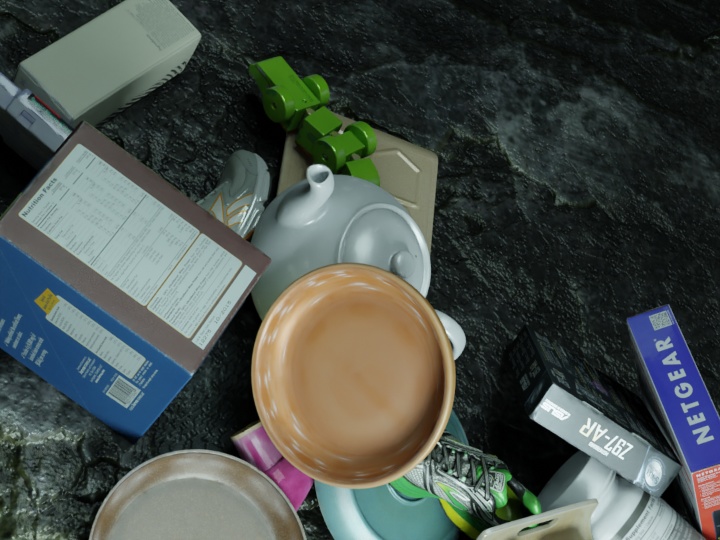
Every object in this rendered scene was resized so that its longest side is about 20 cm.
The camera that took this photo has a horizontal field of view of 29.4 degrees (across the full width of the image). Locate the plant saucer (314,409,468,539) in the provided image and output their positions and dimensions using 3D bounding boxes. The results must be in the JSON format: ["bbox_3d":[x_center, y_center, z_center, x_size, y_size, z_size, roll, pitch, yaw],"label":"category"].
[{"bbox_3d":[0.041,0.193,1.317,0.199,0.027,0.202,12,71,-37],"label":"plant saucer"}]

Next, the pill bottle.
[{"bbox_3d":[0.275,0.280,1.382,0.200,0.114,0.114,42,50,0],"label":"pill bottle"}]

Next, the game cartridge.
[{"bbox_3d":[-0.272,-0.099,1.293,0.200,0.130,0.038,41,70,-2],"label":"game cartridge"}]

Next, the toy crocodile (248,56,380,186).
[{"bbox_3d":[-0.049,-0.152,1.464,0.200,0.062,0.067,47,47,14],"label":"toy crocodile"}]

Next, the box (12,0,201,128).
[{"bbox_3d":[-0.261,-0.208,1.405,0.082,0.068,0.200,46,51,3],"label":"box"}]

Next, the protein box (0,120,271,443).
[{"bbox_3d":[-0.220,0.017,1.199,0.200,0.199,0.135,37,57,-5],"label":"protein box"}]

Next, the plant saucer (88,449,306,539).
[{"bbox_3d":[-0.142,0.257,1.199,0.199,0.032,0.201,9,65,-18],"label":"plant saucer"}]

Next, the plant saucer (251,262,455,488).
[{"bbox_3d":[-0.004,0.094,1.232,0.201,0.200,0.037,59,21,13],"label":"plant saucer"}]

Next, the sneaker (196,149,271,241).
[{"bbox_3d":[-0.150,-0.049,1.364,0.092,0.076,0.201,24,52,-19],"label":"sneaker"}]

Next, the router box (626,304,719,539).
[{"bbox_3d":[0.340,0.168,1.427,0.049,0.180,0.201,-18,50,5],"label":"router box"}]

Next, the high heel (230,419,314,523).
[{"bbox_3d":[-0.031,0.162,1.318,0.200,0.067,0.096,-27,90,-44],"label":"high heel"}]

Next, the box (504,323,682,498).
[{"bbox_3d":[0.236,0.140,1.416,0.160,0.044,0.200,32,12,-10],"label":"box"}]

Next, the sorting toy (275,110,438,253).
[{"bbox_3d":[-0.005,-0.085,1.501,0.184,0.037,0.201,20,49,-18],"label":"sorting toy"}]

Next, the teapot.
[{"bbox_3d":[0.000,0.000,1.328,0.199,0.146,0.199,-4,91,-42],"label":"teapot"}]

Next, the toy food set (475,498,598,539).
[{"bbox_3d":[0.201,0.316,1.247,0.143,0.060,0.201,-9,68,-33],"label":"toy food set"}]

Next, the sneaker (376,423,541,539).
[{"bbox_3d":[0.094,0.186,1.290,0.200,0.085,0.078,36,58,-27],"label":"sneaker"}]
